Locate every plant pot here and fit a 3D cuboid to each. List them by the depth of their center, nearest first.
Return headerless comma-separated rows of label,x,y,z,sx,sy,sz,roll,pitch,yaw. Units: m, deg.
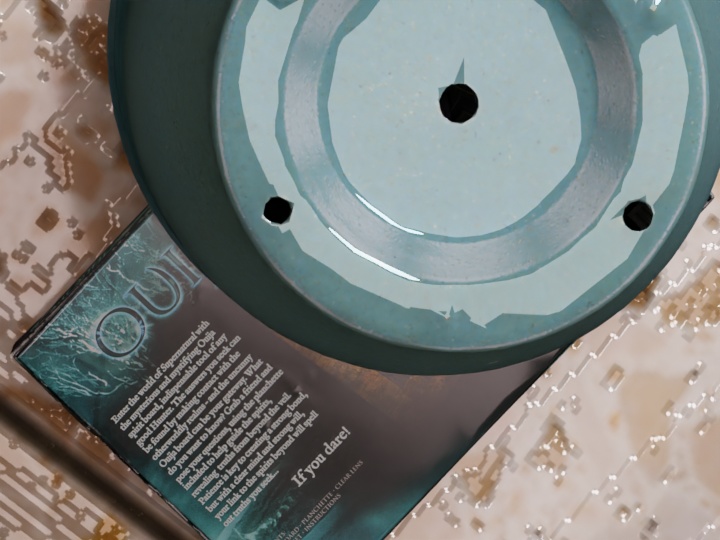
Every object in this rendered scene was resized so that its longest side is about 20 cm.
plant pot,0.021,-0.058,0.877,0.199,0.188,0.201,0,98,-2

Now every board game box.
board game box,0.000,0.000,0.993,0.135,0.028,0.200,44,94,-7
